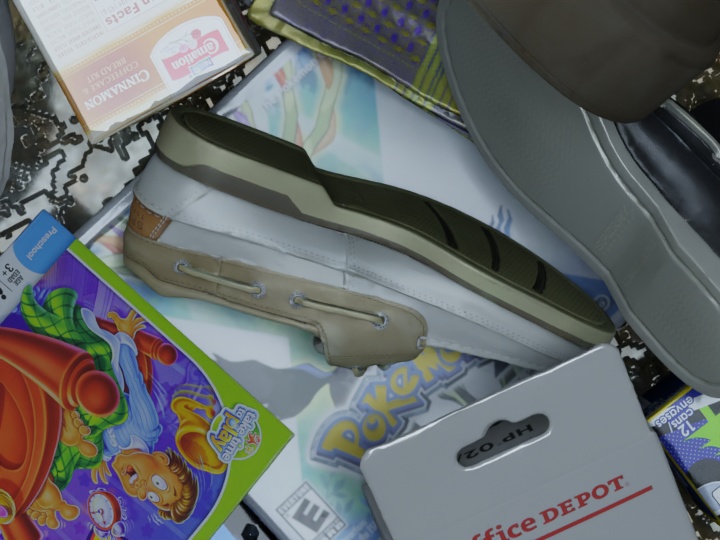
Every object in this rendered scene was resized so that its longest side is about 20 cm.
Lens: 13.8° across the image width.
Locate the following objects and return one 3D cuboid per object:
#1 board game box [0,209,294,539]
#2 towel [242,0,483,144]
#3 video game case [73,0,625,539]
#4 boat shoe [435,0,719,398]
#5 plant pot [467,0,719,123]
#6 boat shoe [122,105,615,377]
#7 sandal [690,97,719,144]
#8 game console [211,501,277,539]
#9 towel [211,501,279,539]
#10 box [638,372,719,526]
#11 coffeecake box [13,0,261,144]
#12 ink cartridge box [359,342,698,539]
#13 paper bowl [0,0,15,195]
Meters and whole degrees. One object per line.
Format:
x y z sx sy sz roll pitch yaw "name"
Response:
-0.139 0.095 1.142 0.134 0.045 0.200 42 65 -5 "board game box"
0.058 -0.154 1.218 0.143 0.023 0.200 31 84 -5 "towel"
0.000 0.000 1.227 0.200 0.022 0.182 -43 94 -6 "video game case"
0.108 -0.043 1.176 0.060 0.074 0.200 -29 73 -37 "boat shoe"
0.112 -0.182 1.084 0.173 0.200 0.200 -34 95 22 "plant pot"
0.002 0.004 1.187 0.200 0.075 0.069 24 105 -8 "boat shoe"
0.204 -0.034 1.176 0.200 0.043 0.076 6 62 32 "sandal"
-0.107 0.162 1.184 0.118 0.171 0.200 -39 93 27 "game console"
-0.084 0.074 1.244 0.200 0.018 0.086 7 90 -3 "towel"
0.209 0.023 1.224 0.200 0.070 0.064 -37 92 1 "box"
-0.117 -0.155 1.158 0.073 0.154 0.200 -28 95 1 "coffeecake box"
0.078 0.123 1.199 0.115 0.068 0.200 -24 112 -3 "ink cartridge box"
-0.214 -0.090 1.154 0.104 0.201 0.201 -32 96 -41 "paper bowl"
